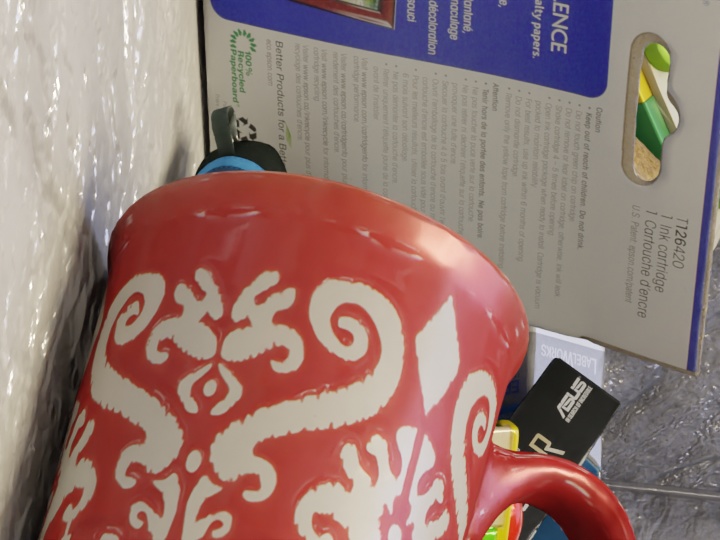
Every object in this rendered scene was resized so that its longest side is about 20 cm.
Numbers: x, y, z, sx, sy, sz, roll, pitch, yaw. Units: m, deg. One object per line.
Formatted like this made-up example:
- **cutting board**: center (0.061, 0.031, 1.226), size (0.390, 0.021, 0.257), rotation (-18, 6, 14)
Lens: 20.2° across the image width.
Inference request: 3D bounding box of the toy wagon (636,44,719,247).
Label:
- **toy wagon**: center (0.091, -0.089, 0.902), size (0.040, 0.155, 0.201), rotation (-40, 113, -30)

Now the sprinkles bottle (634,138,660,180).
- **sprinkles bottle**: center (0.044, -0.076, 0.814), size (0.200, 0.068, 0.068), rotation (41, 38, -24)

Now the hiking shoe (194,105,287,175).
- **hiking shoe**: center (-0.025, 0.038, 0.748), size (0.201, 0.074, 0.087), rotation (80, 15, -49)

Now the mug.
- **mug**: center (-0.014, 0.093, 0.568), size (0.134, 0.176, 0.201), rotation (82, 20, -56)

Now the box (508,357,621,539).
- **box**: center (0.047, 0.158, 1.049), size (0.160, 0.043, 0.200), rotation (-49, 171, -40)

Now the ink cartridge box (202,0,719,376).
- **ink cartridge box**: center (0.037, -0.078, 0.702), size (0.047, 0.199, 0.199), rotation (-49, 147, -50)

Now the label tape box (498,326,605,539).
- **label tape box**: center (0.068, 0.056, 1.150), size (0.063, 0.144, 0.201), rotation (15, 70, -38)

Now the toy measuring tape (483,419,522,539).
- **toy measuring tape**: center (0.033, 0.063, 0.829), size (0.074, 0.073, 0.201), rotation (-59, 154, -72)
